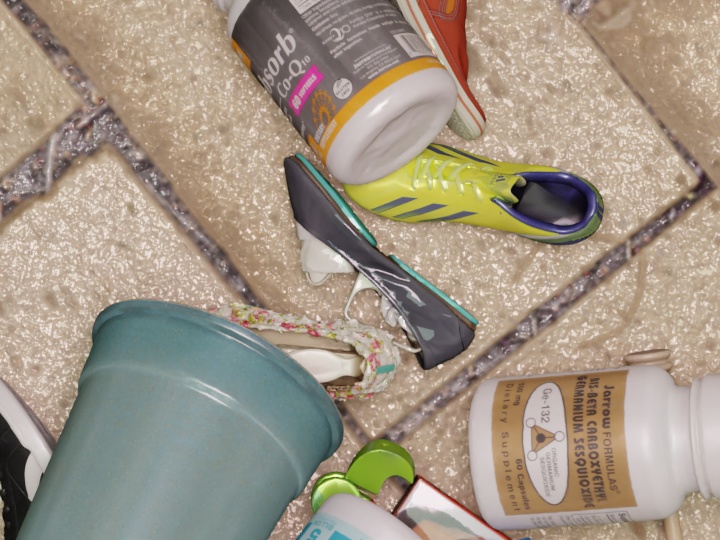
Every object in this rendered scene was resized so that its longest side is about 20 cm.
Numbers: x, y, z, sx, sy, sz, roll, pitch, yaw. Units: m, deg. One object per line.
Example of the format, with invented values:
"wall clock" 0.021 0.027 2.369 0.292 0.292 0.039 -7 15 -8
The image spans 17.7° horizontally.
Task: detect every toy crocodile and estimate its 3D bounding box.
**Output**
"toy crocodile" -0.028 0.214 1.740 0.062 0.068 0.201 30 88 -1

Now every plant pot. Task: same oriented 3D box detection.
"plant pot" -0.142 0.158 1.639 0.200 0.200 0.197 27 61 0

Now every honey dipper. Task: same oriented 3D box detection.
"honey dipper" 0.232 0.161 1.763 0.038 0.038 0.201 -8 90 -1

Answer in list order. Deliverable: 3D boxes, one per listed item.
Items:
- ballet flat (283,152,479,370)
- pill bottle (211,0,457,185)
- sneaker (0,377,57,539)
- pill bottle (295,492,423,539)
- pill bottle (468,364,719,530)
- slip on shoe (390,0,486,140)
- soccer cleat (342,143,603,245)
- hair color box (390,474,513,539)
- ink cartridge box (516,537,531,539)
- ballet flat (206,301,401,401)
"ballet flat" 0.000 0.000 1.749 0.200 0.073 0.073 43 88 -2
"pill bottle" -0.027 -0.170 1.711 0.116 0.116 0.200 -38 70 -2
"sneaker" -0.259 0.187 1.734 0.112 0.073 0.200 -34 90 -3
"pill bottle" -0.034 0.265 1.635 0.111 0.111 0.200 37 72 0
"pill bottle" 0.188 0.128 1.697 0.199 0.114 0.115 -6 88 17
"slip on shoe" 0.057 -0.196 1.756 0.061 0.074 0.201 -20 85 -9
"soccer cleat" 0.086 -0.063 1.741 0.199 0.084 0.065 10 82 -2
"hair color box" 0.098 0.252 1.744 0.200 0.061 0.102 34 89 1
"ink cartridge box" 0.108 0.258 1.614 0.067 0.200 0.117 -11 89 -1
"ballet flat" -0.070 0.063 1.725 0.199 0.064 0.076 -2 96 13
